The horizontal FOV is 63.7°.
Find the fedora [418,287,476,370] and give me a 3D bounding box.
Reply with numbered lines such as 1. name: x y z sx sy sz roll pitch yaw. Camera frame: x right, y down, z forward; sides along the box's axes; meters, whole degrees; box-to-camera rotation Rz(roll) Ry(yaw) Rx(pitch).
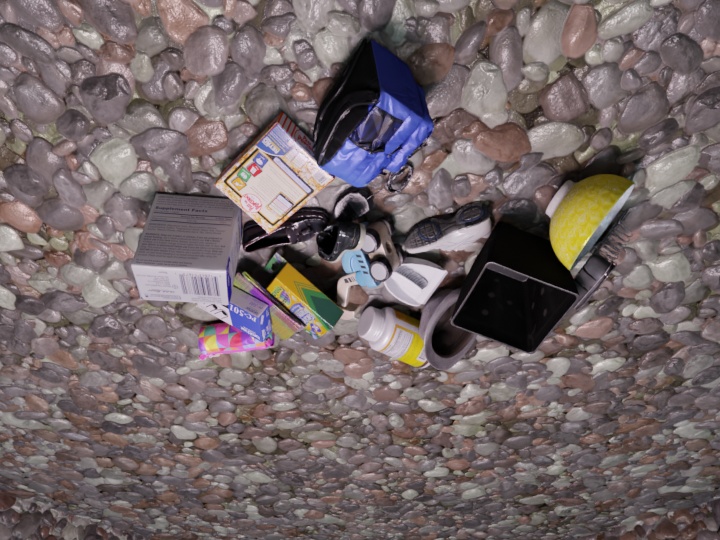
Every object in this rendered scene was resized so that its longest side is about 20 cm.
1. fedora: 0.201 0.124 1.380 0.175 0.090 0.203 32 91 -39

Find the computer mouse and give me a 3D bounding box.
1. computer mouse: 0.024 -0.159 1.175 0.197 0.034 0.059 -29 113 21

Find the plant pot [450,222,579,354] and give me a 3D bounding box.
1. plant pot: 0.324 0.021 1.231 0.195 0.180 0.202 20 135 -2

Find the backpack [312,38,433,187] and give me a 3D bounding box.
1. backpack: 0.016 -0.241 0.988 0.165 0.166 0.200 26 131 -29

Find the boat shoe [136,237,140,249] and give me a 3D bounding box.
1. boat shoe: -0.402 -0.023 1.296 0.195 0.058 0.069 16 135 -15

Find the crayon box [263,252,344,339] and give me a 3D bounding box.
1. crayon box: -0.143 0.062 1.305 0.199 0.052 0.126 42 151 -6

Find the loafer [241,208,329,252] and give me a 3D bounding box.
1. loafer: -0.160 -0.076 1.233 0.194 0.064 0.073 -10 135 11

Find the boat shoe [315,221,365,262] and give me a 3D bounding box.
1. boat shoe: -0.058 -0.061 1.196 0.064 0.077 0.198 10 174 -24

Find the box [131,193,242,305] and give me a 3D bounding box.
1. box: -0.339 -0.045 1.168 0.178 0.204 0.106 4 139 -3

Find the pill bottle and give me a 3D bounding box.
1. pill bottle: 0.094 0.162 1.444 0.196 0.111 0.109 25 132 -23

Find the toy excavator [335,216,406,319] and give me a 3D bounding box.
1. toy excavator: 0.000 0.000 1.261 0.196 0.100 0.199 -13 108 35

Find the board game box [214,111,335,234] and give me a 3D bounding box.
1. board game box: -0.164 -0.182 1.120 0.198 0.047 0.151 -33 118 30

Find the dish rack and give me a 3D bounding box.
1. dish rack: 0.496 -0.027 1.189 0.054 0.200 0.155 37 149 15

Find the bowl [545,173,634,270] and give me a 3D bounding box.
1. bowl: 0.429 -0.113 1.137 0.107 0.199 0.203 38 140 20

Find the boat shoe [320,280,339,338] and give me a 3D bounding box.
1. boat shoe: -0.093 0.095 1.404 0.072 0.076 0.201 18 133 -18

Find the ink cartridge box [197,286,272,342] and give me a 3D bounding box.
1. ink cartridge box: -0.299 0.082 1.348 0.196 0.044 0.095 25 141 19

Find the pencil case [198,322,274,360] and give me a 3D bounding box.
1. pencil case: -0.318 0.173 1.482 0.194 0.090 0.089 -12 136 12

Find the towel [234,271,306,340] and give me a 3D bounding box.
1. towel: -0.222 0.086 1.352 0.199 0.023 0.143 42 151 -8

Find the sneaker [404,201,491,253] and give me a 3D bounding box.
1. sneaker: 0.189 -0.070 1.232 0.195 0.076 0.088 -16 139 17

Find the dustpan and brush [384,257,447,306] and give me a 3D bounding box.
1. dustpan and brush: 0.082 0.010 1.319 0.197 0.058 0.141 30 135 -1
